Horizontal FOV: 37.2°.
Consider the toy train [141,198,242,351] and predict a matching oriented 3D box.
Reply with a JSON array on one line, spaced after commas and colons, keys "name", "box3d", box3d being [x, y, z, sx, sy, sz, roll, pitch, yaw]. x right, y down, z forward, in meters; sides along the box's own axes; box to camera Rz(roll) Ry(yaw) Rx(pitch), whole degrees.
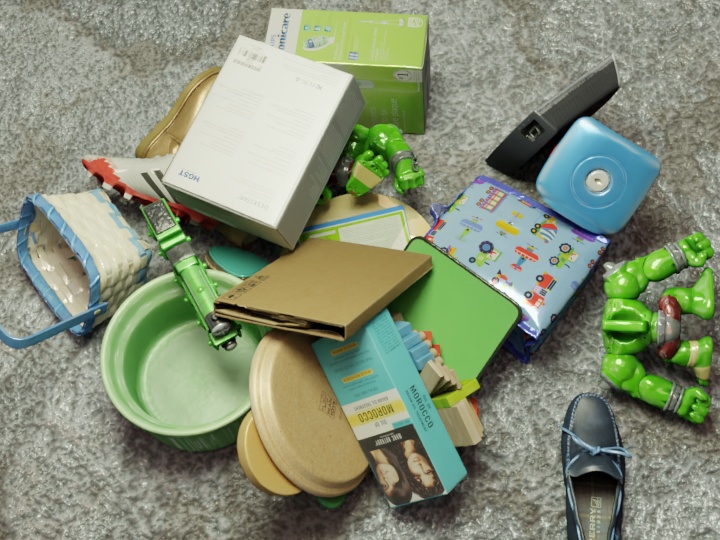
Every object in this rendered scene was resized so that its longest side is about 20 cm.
[{"name": "toy train", "box3d": [-0.188, 0.003, 1.186, 0.042, 0.056, 0.200, -28, 64, -10]}]

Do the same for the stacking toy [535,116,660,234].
[{"name": "stacking toy", "box3d": [0.269, -0.128, 1.276, 0.116, 0.200, 0.110, 30, 108, -6]}]

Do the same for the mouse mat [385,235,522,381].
[{"name": "mouse mat", "box3d": [0.070, 0.081, 1.212, 0.161, 0.008, 0.200, 37, 101, 22]}]

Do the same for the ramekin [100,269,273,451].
[{"name": "ramekin", "box3d": [-0.186, 0.108, 1.220, 0.200, 0.098, 0.200, -2, 63, 4]}]

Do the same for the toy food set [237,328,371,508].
[{"name": "toy food set", "box3d": [-0.050, 0.152, 1.147, 0.049, 0.198, 0.200, -24, 57, 35]}]

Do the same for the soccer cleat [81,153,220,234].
[{"name": "soccer cleat", "box3d": [-0.248, -0.114, 1.316, 0.200, 0.069, 0.085, 22, 79, 15]}]

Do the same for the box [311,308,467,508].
[{"name": "box", "box3d": [0.030, 0.148, 1.140, 0.049, 0.082, 0.200, -29, 94, -52]}]

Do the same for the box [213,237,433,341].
[{"name": "box", "box3d": [-0.036, 0.015, 1.162, 0.163, 0.021, 0.200, 9, 25, 28]}]

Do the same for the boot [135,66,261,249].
[{"name": "boot", "box3d": [-0.165, -0.146, 1.369, 0.200, 0.066, 0.175, 36, 83, 21]}]

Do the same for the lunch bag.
[{"name": "lunch bag", "box3d": [0.160, -0.018, 1.248, 0.200, 0.094, 0.151, 36, 71, 13]}]

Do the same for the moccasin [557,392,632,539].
[{"name": "moccasin", "box3d": [0.257, 0.222, 1.143, 0.080, 0.068, 0.200, -3, 63, 3]}]

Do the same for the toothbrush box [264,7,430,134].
[{"name": "toothbrush box", "box3d": [-0.014, -0.252, 1.362, 0.200, 0.146, 0.086, 6, 64, 6]}]

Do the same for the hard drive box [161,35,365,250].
[{"name": "hard drive box", "box3d": [-0.110, -0.148, 1.230, 0.156, 0.077, 0.200, 23, 78, 18]}]

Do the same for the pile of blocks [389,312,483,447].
[{"name": "pile of blocks", "box3d": [0.078, 0.100, 1.164, 0.062, 0.082, 0.200, -28, 71, -33]}]

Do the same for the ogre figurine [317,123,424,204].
[{"name": "ogre figurine", "box3d": [-0.024, -0.137, 1.315, 0.200, 0.098, 0.120, -19, 34, 20]}]

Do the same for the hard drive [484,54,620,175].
[{"name": "hard drive", "box3d": [0.231, -0.178, 1.283, 0.135, 0.200, 0.042, -36, 87, -14]}]

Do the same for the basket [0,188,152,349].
[{"name": "basket", "box3d": [-0.359, -0.001, 1.253, 0.200, 0.139, 0.176, -18, 57, -40]}]

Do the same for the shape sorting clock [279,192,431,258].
[{"name": "shape sorting clock", "box3d": [0.000, 0.000, 1.292, 0.200, 0.039, 0.200, -2, 66, 5]}]

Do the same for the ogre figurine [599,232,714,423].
[{"name": "ogre figurine", "box3d": [0.329, 0.061, 1.190, 0.120, 0.098, 0.200, 2, 105, 10]}]

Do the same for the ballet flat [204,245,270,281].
[{"name": "ballet flat", "box3d": [-0.115, 0.025, 1.262, 0.070, 0.065, 0.200, -18, 28, -40]}]
